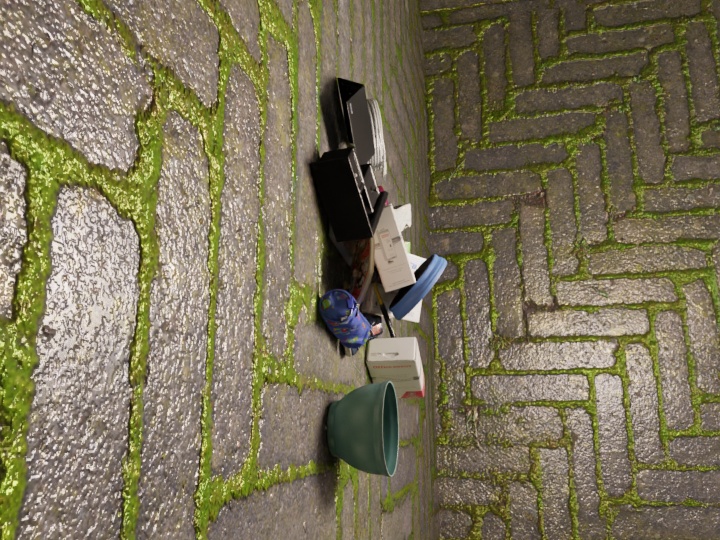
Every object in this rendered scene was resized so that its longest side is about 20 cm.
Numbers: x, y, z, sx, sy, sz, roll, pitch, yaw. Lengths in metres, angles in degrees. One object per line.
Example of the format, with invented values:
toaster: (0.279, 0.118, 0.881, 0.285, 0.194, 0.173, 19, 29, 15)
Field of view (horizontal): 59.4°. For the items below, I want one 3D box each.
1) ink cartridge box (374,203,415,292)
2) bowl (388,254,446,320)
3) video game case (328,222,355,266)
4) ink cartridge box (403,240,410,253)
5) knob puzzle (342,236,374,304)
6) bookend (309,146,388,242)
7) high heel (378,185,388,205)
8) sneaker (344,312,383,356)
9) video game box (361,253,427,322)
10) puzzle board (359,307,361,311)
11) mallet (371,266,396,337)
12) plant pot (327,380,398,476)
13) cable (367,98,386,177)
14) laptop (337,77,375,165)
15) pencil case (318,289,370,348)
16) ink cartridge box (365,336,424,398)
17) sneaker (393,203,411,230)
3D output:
ink cartridge box: (0.068, -0.058, 1.591, 0.147, 0.082, 0.202, -82, 155, -87)
bowl: (0.145, 0.040, 1.635, 0.201, 0.039, 0.201, -51, -178, 2)
video game case: (-0.040, -0.130, 1.568, 0.200, 0.023, 0.183, 58, 31, -66)
ink cartridge box: (0.078, 0.018, 1.805, 0.116, 0.067, 0.202, -7, 103, -38)
knob puzzle: (-0.007, -0.006, 1.463, 0.220, 0.030, 0.222, -168, -90, -77)
bookend: (-0.019, -0.204, 1.445, 0.201, 0.091, 0.200, -69, 147, -53)
high heel: (0.080, -0.168, 2.015, 0.096, 0.067, 0.201, -63, 146, -47)
sneaker: (0.010, 0.153, 1.580, 0.200, 0.084, 0.076, -61, 146, -67)
video game box: (0.097, 0.038, 1.740, 0.199, 0.047, 0.184, 16, 83, -43)
puzzle board: (0.000, 0.000, 1.686, 0.151, 0.017, 0.201, 88, 7, -54)
mallet: (0.051, 0.080, 1.618, 0.066, 0.041, 0.201, -38, 108, -84)
plant pot: (0.003, 0.346, 1.382, 0.200, 0.133, 0.202, -4, 90, -78)
cable: (0.024, -0.376, 1.761, 0.200, 0.069, 0.201, -98, 180, -58)
laptop: (-0.029, -0.367, 1.574, 0.200, 0.103, 0.178, 35, -37, 49)
pencil case: (-0.030, 0.109, 1.404, 0.200, 0.086, 0.079, 64, 22, -63)
ink cartridge box: (0.104, 0.284, 1.834, 0.201, 0.144, 0.085, 74, 17, -48)
sneaker: (0.095, -0.149, 1.922, 0.200, 0.070, 0.081, -21, 101, -44)
